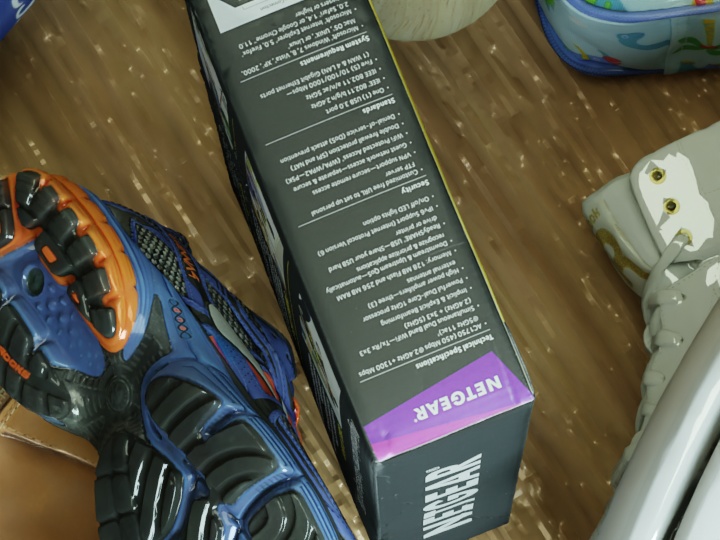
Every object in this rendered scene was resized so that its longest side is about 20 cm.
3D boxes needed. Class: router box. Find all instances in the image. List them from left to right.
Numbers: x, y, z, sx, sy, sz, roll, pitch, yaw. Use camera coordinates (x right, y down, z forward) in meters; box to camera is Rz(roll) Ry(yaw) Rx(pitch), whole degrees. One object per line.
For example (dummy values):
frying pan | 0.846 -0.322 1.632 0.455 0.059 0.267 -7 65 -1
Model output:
router box | 0.000 0.000 0.798 0.051 0.200 0.150 -21 76 -4

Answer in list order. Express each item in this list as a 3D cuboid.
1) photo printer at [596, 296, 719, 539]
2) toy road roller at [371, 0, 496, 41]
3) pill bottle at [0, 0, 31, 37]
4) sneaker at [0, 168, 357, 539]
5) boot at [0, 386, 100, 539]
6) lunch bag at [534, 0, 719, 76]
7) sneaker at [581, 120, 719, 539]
photo printer | 0.148 0.069 0.776 0.069 0.200 0.167 25 82 39
toy road roller | 0.076 -0.156 0.804 0.145 0.123 0.201 23 82 5
pill bottle | -0.172 -0.096 0.863 0.111 0.111 0.200 37 78 9
sneaker | -0.041 0.048 0.786 0.075 0.078 0.201 -47 61 29
boot | -0.164 0.047 0.848 0.199 0.077 0.156 28 78 5
lunch bag | 0.150 -0.155 0.899 0.199 0.082 0.162 -8 77 1
sneaker | 0.103 0.030 0.861 0.115 0.074 0.200 41 69 12
